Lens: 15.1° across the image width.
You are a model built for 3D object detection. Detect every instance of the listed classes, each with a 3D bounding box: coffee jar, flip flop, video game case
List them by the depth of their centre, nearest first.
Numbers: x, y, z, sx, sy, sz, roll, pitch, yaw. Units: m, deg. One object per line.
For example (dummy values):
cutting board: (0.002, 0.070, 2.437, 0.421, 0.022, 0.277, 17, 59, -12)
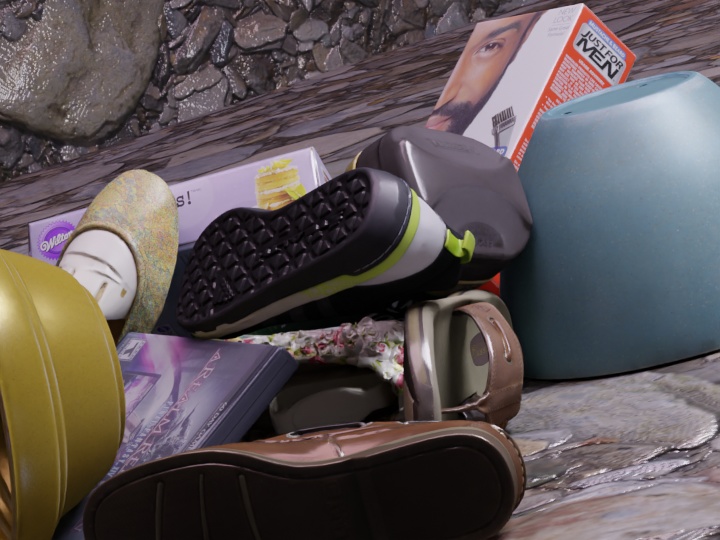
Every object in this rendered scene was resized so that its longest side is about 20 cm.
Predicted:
flip flop: (0.061, 0.053, 1.410, 0.057, 0.082, 0.200, 2, 8, 16)
video game case: (-0.122, 0.093, 1.419, 0.143, 0.019, 0.200, -51, 21, -17)
coffee jar: (0.000, 0.000, 1.521, 0.104, 0.086, 0.200, 7, -35, -42)

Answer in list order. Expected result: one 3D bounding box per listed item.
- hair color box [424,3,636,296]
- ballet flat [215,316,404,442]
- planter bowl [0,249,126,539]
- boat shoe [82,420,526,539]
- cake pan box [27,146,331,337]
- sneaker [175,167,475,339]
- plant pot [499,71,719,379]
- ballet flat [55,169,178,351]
hair color box: (0.090, -0.073, 1.789, 0.111, 0.064, 0.201, -6, 50, 51)
ballet flat: (-0.050, 0.070, 1.481, 0.199, 0.076, 0.064, -16, 20, 21)
planter bowl: (-0.171, 0.058, 1.372, 0.083, 0.202, 0.200, -12, 7, -23)
boat shoe: (-0.023, 0.107, 1.231, 0.199, 0.072, 0.068, -5, 7, 9)
cake pan box: (-0.083, 0.012, 1.654, 0.183, 0.053, 0.200, -14, -29, 12)
sneaker: (-0.019, 0.007, 1.422, 0.083, 0.072, 0.199, 29, -26, -31)
plant pot: (0.162, -0.035, 1.534, 0.199, 0.136, 0.200, -16, 8, 2)
ballet flat: (-0.160, 0.038, 1.537, 0.070, 0.201, 0.071, 24, 5, -2)
